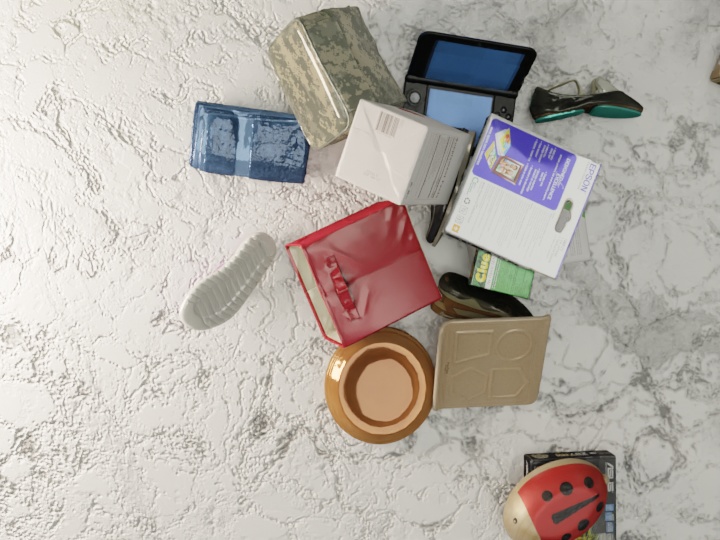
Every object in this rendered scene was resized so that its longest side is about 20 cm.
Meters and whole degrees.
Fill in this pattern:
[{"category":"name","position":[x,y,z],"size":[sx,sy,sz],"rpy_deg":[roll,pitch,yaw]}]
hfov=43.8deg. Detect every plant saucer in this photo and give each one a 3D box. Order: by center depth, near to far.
[{"category":"plant saucer","position":[0.036,0.199,1.528],"size":[0.195,0.037,0.206],"rpy_deg":[-1,95,-7]}]

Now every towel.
[{"category":"towel","position":[-0.178,-0.207,1.464],"size":[0.195,0.049,0.115],"rpy_deg":[7,95,-7]}]

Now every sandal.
[{"category":"sandal","position":[-0.217,0.021,1.481],"size":[0.202,0.050,0.083],"rpy_deg":[-44,113,-14]}]

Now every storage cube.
[{"category":"storage cube","position":[0.000,0.000,1.431],"size":[0.177,0.200,0.174],"rpy_deg":[-25,96,-10]}]

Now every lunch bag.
[{"category":"lunch bag","position":[-0.027,-0.311,1.423],"size":[0.166,0.139,0.203],"rpy_deg":[-29,91,-33]}]

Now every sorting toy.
[{"category":"sorting toy","position":[0.219,0.153,1.517],"size":[0.195,0.037,0.189],"rpy_deg":[-5,124,-9]}]

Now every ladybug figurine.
[{"category":"ladybug figurine","position":[0.336,0.398,1.513],"size":[0.197,0.072,0.138],"rpy_deg":[-30,95,-3]}]

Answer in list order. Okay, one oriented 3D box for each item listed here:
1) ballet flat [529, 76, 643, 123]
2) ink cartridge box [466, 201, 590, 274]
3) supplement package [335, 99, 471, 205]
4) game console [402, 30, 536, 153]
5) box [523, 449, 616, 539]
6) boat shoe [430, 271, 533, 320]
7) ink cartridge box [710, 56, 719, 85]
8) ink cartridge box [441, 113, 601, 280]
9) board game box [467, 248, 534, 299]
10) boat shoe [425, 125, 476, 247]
[{"category":"ballet flat","position":[0.383,-0.292,1.515],"size":[0.195,0.068,0.070],"rpy_deg":[-3,87,-7]},{"category":"ink cartridge box","position":[0.274,-0.075,1.508],"size":[0.195,0.084,0.150],"rpy_deg":[-9,94,-5]},{"category":"supplement package","position":[0.070,-0.178,1.369],"size":[0.119,0.199,0.122],"rpy_deg":[25,104,21]},{"category":"game console","position":[0.171,-0.281,1.463],"size":[0.195,0.118,0.175],"rpy_deg":[7,94,-6]},{"category":"box","position":[0.368,0.424,1.578],"size":[0.157,0.049,0.205],"rpy_deg":[-1,93,-8]},{"category":"boat shoe","position":[0.207,0.069,1.525],"size":[0.197,0.076,0.075],"rpy_deg":[23,120,-16]},{"category":"ink cartridge box","position":[0.721,-0.395,1.540],"size":[0.161,0.075,0.204],"rpy_deg":[20,93,-9]},{"category":"ink cartridge box","position":[0.254,-0.114,1.416],"size":[0.196,0.043,0.202],"rpy_deg":[23,91,-2]},{"category":"board game box","position":[0.246,-0.064,1.452],"size":[0.102,0.023,0.205],"rpy_deg":[14,92,-8]},{"category":"boat shoe","position":[0.136,-0.142,1.493],"size":[0.061,0.073,0.204],"rpy_deg":[19,106,8]}]
